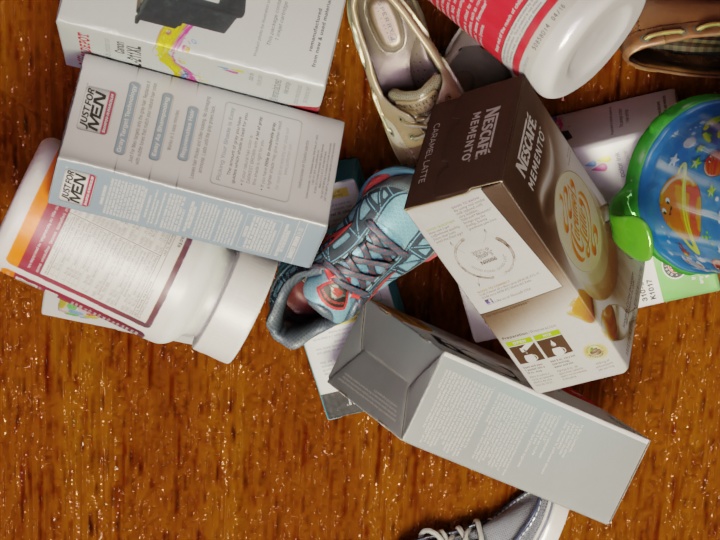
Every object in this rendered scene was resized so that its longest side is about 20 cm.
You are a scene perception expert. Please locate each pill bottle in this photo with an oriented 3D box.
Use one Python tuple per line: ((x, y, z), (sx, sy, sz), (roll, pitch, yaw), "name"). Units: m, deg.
((0.099, -0.225, 1.612), (0.200, 0.112, 0.112), (42, 113, 16), "pill bottle")
((-0.171, -0.012, 1.694), (0.200, 0.110, 0.110), (25, 113, -8), "pill bottle")

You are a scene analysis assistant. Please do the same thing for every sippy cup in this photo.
((0.280, -0.051, 1.617), (0.140, 0.130, 0.178), (41, 86, -25), "sippy cup")

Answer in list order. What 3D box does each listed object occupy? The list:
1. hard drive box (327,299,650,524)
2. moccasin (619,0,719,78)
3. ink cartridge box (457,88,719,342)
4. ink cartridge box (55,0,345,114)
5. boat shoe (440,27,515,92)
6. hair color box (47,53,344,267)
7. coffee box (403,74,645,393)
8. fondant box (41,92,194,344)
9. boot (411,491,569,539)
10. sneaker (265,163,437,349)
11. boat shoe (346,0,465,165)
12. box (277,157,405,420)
((0.097, 0.108, 1.736), (0.200, 0.156, 0.077), (24, 94, -27), "hard drive box")
((0.289, -0.164, 1.664), (0.201, 0.078, 0.074), (10, 143, -15), "moccasin")
((0.165, -0.041, 1.738), (0.199, 0.084, 0.145), (-13, 113, 10), "ink cartridge box")
((-0.118, -0.180, 1.650), (0.199, 0.146, 0.083), (13, 82, -2), "ink cartridge box")
((0.099, -0.167, 1.698), (0.071, 0.063, 0.200), (37, 110, -11), "boat shoe")
((-0.119, -0.080, 1.640), (0.199, 0.099, 0.061), (15, 145, -8), "hair color box")
((0.122, -0.023, 1.607), (0.080, 0.115, 0.200), (-16, 130, 29), "coffee box")
((-0.164, -0.049, 1.769), (0.144, 0.058, 0.200), (12, 114, -2), "fondant box")
((0.087, 0.241, 1.875), (0.090, 0.073, 0.200), (29, 113, -16), "boot")
((0.000, 0.000, 1.675), (0.079, 0.096, 0.200), (39, 134, -11), "sneaker")
((0.044, -0.124, 1.650), (0.072, 0.065, 0.200), (-23, 98, 10), "boat shoe")
((-0.014, 0.016, 1.793), (0.082, 0.049, 0.200), (-13, 113, 10), "box")
